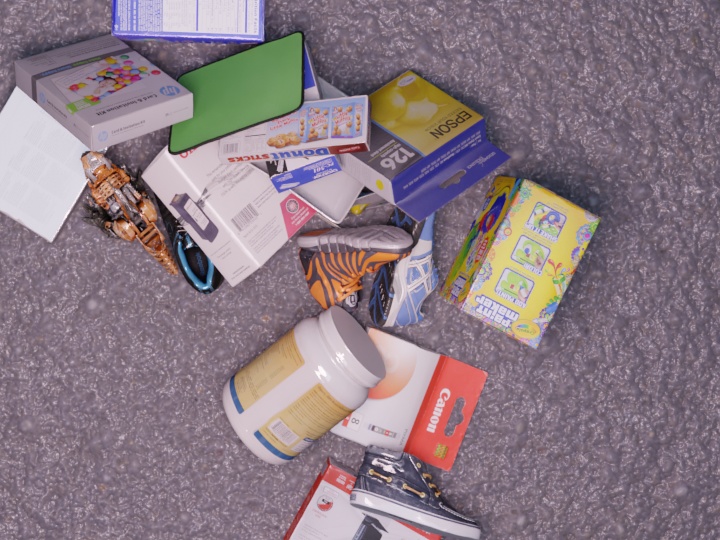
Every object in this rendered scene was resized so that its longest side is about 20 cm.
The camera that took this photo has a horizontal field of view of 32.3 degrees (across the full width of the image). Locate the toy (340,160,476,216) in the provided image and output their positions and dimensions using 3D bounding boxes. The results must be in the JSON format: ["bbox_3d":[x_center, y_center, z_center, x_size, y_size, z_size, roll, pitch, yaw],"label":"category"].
[{"bbox_3d":[0.059,-0.127,1.738,0.197,0.115,0.048,-21,84,-4],"label":"toy"}]

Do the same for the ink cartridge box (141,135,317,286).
[{"bbox_3d":[-0.178,-0.107,1.697,0.201,0.084,0.145,51,50,-7],"label":"ink cartridge box"}]

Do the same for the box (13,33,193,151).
[{"bbox_3d":[-0.338,-0.237,1.628,0.155,0.199,0.042,-24,137,-34],"label":"box"}]

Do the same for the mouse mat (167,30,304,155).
[{"bbox_3d":[-0.161,-0.234,1.626,0.197,0.163,0.008,-16,137,16],"label":"mouse mat"}]

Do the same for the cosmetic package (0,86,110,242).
[{"bbox_3d":[-0.437,-0.165,1.717,0.150,0.052,0.202,32,91,-9],"label":"cosmetic package"}]

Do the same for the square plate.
[{"bbox_3d":[-0.069,-0.176,1.703,0.197,0.029,0.201,33,55,1],"label":"square plate"}]

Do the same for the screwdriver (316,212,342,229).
[{"bbox_3d":[0.014,-0.029,1.785,0.198,0.028,0.029,28,121,-5],"label":"screwdriver"}]

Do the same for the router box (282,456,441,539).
[{"bbox_3d":[-0.004,0.401,1.810,0.198,0.049,0.181,29,92,-7],"label":"router box"}]

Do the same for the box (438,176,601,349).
[{"bbox_3d":[0.215,-0.016,1.715,0.121,0.200,0.195,26,92,-7],"label":"box"}]

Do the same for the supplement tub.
[{"bbox_3d":[-0.077,0.157,1.714,0.199,0.145,0.145,-38,98,14],"label":"supplement tub"}]

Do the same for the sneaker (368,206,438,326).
[{"bbox_3d":[0.072,-0.016,1.743,0.076,0.076,0.203,8,109,-28],"label":"sneaker"}]

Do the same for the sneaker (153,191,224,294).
[{"bbox_3d":[-0.237,-0.065,1.729,0.072,0.082,0.203,-21,96,-1],"label":"sneaker"}]

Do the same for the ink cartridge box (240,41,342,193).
[{"bbox_3d":[-0.093,-0.210,1.648,0.093,0.044,0.203,-18,63,7],"label":"ink cartridge box"}]

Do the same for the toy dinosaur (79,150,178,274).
[{"bbox_3d":[-0.318,-0.075,1.682,0.101,0.135,0.203,-20,108,-18],"label":"toy dinosaur"}]

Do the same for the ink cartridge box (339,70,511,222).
[{"bbox_3d":[0.071,-0.172,1.671,0.199,0.048,0.197,34,52,29],"label":"ink cartridge box"}]

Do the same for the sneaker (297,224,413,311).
[{"bbox_3d":[0.000,0.000,1.727,0.077,0.198,0.114,-22,107,-44],"label":"sneaker"}]

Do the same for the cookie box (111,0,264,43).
[{"bbox_3d":[-0.226,-0.343,1.661,0.196,0.171,0.077,1,98,-6],"label":"cookie box"}]

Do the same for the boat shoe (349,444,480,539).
[{"bbox_3d":[0.087,0.316,1.761,0.197,0.071,0.092,20,73,-10],"label":"boat shoe"}]

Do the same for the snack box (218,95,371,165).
[{"bbox_3d":[-0.084,-0.180,1.591,0.196,0.024,0.073,-4,62,13],"label":"snack box"}]

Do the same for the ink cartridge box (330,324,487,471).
[{"bbox_3d":[0.070,0.190,1.798,0.197,0.050,0.165,22,93,-4],"label":"ink cartridge box"}]
